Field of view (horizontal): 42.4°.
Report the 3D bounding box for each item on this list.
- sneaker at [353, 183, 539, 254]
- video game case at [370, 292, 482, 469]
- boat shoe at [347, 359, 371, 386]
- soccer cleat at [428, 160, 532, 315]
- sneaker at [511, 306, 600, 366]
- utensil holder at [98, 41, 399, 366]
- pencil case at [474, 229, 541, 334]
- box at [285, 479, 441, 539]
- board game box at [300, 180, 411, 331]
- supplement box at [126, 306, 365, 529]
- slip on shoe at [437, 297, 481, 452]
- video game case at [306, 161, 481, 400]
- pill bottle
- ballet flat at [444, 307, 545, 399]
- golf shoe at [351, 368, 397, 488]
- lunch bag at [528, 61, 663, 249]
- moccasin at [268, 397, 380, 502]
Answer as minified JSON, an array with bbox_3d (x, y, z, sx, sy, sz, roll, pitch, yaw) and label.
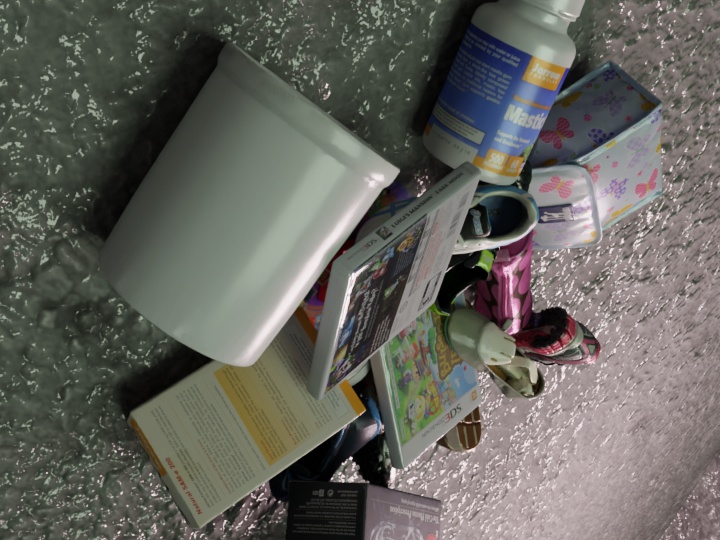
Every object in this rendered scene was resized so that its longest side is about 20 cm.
[{"bbox_3d":[0.089,-0.047,0.954,0.197,0.072,0.073,-14,93,-10],"label":"sneaker"},{"bbox_3d":[0.078,0.104,1.102,0.181,0.022,0.203,-28,112,-47],"label":"video game case"},{"bbox_3d":[-0.071,0.125,1.009,0.199,0.071,0.070,-34,141,-20],"label":"boat shoe"},{"bbox_3d":[0.134,-0.036,1.030,0.067,0.081,0.201,33,96,-31],"label":"soccer cleat"},{"bbox_3d":[0.246,0.097,1.267,0.074,0.200,0.081,32,82,-17],"label":"sneaker"},{"bbox_3d":[-0.093,-0.051,0.749,0.201,0.170,0.169,-53,146,8],"label":"utensil holder"},{"bbox_3d":[0.178,0.005,1.153,0.201,0.090,0.095,71,31,-55],"label":"pencil case"},{"bbox_3d":[0.005,0.342,1.047,0.200,0.103,0.185,31,59,-55],"label":"box"},{"bbox_3d":[0.000,0.000,1.006,0.200,0.039,0.158,-48,145,-4],"label":"board game box"},{"bbox_3d":[-0.112,0.144,0.914,0.199,0.127,0.074,-31,176,-22],"label":"supplement box"},{"bbox_3d":[0.118,0.136,1.218,0.075,0.060,0.203,-12,99,-43],"label":"slip on shoe"},{"bbox_3d":[0.028,0.013,0.861,0.181,0.023,0.201,-38,157,-33],"label":"video game case"},{"bbox_3d":[0.148,-0.199,0.937,0.111,0.112,0.202,-3,124,-47],"label":"pill bottle"},{"bbox_3d":[0.176,0.103,1.158,0.200,0.063,0.068,43,59,-44],"label":"ballet flat"},{"bbox_3d":[0.036,0.195,1.139,0.094,0.078,0.202,-28,137,-27],"label":"golf shoe"},{"bbox_3d":[0.264,-0.121,1.132,0.199,0.128,0.170,-30,142,-4],"label":"lunch bag"},{"bbox_3d":[-0.059,0.203,1.070,0.068,0.081,0.200,0,139,-44],"label":"moccasin"}]
